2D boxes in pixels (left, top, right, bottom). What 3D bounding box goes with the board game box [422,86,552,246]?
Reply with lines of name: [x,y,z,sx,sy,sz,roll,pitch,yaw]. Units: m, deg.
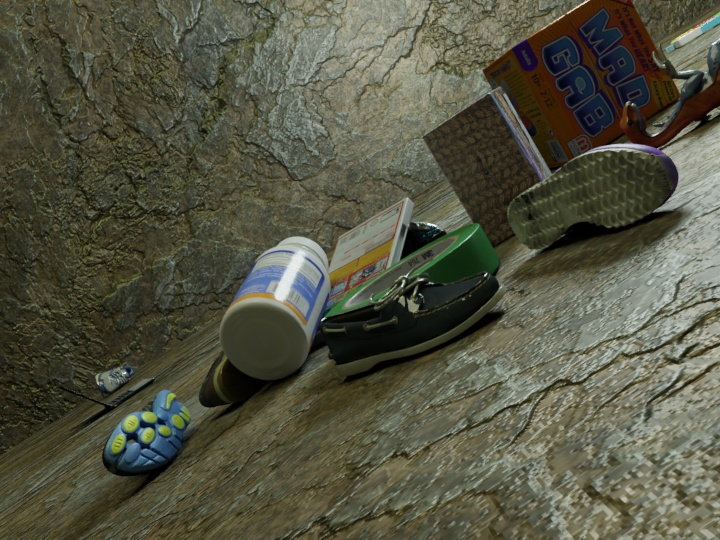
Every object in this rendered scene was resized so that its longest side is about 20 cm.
board game box: [0.175,-0.141,1.047,0.096,0.161,0.200,-30,5,19]

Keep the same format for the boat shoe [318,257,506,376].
boat shoe: [0.040,0.038,0.722,0.199,0.062,0.075,-26,6,44]

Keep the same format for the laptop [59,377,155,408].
laptop: [-0.658,0.293,2.088,0.199,0.117,0.187,-34,6,-24]

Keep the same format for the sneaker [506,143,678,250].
sneaker: [0.222,-0.083,0.737,0.099,0.070,0.200,-31,5,-24]

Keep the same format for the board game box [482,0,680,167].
board game box: [0.349,-0.305,1.311,0.199,0.201,0.200,-31,6,-1]

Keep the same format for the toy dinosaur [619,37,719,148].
toy dinosaur: [0.388,-0.212,0.914,0.182,0.105,0.200,-53,21,-5]

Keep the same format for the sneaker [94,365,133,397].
sneaker: [-0.795,0.347,2.621,0.084,0.078,0.200,-27,6,5]

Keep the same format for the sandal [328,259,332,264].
sandal: [0.009,0.001,1.288,0.199,0.077,0.043,-27,-35,29]

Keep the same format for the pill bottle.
pill bottle: [-0.100,0.038,1.030,0.111,0.113,0.201,-29,20,23]

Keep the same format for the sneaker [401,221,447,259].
sneaker: [0.050,-0.021,1.180,0.199,0.076,0.086,-22,-5,34]

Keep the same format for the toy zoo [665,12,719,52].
toy zoo: [0.921,-0.653,2.187,0.199,0.021,0.131,-30,6,20]

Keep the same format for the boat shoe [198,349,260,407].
boat shoe: [-0.152,0.115,1.064,0.065,0.072,0.201,-23,13,25]

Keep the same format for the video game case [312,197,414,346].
video game case: [0.000,0.000,1.090,0.142,0.017,0.201,-28,32,38]

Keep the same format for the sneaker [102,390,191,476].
sneaker: [-0.254,0.202,0.944,0.083,0.071,0.200,-45,4,4]

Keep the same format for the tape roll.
tape roll: [0.053,0.021,0.870,0.199,0.049,0.200,-32,6,3]
